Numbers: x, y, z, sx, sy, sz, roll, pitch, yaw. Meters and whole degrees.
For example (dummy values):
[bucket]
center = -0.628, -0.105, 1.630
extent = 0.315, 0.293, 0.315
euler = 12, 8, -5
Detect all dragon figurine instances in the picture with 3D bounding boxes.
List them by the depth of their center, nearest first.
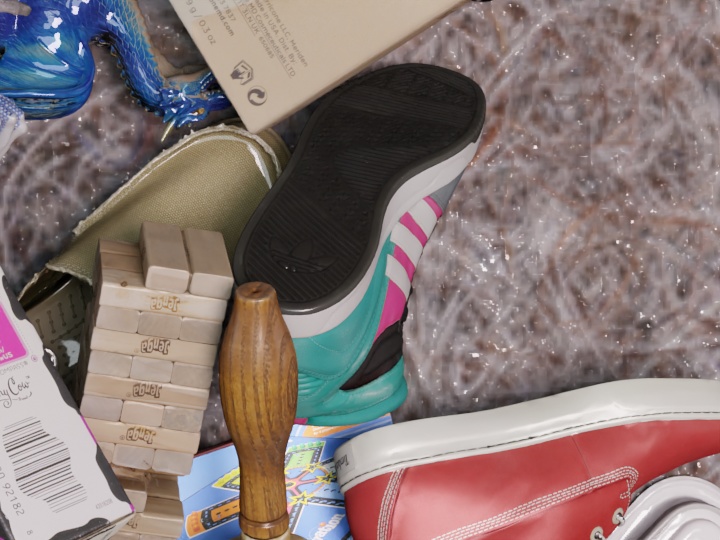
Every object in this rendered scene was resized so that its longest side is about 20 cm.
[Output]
[dragon figurine]
center = -0.151, -0.101, 0.854
extent = 0.198, 0.059, 0.101
euler = -7, 90, -10

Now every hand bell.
[hand bell]
center = -0.039, 0.097, 0.786
extent = 0.103, 0.104, 0.202
euler = -4, 119, -9

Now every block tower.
[block tower]
center = -0.101, 0.081, 0.810
extent = 0.053, 0.058, 0.202
euler = 9, 110, -12

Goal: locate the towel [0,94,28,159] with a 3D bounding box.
[towel]
center = -0.246, -0.091, 0.812
extent = 0.200, 0.147, 0.024
euler = 42, 45, -5

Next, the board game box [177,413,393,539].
[board game box]
center = -0.068, 0.136, 0.884
extent = 0.198, 0.019, 0.104
euler = -17, 94, -9

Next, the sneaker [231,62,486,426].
[sneaker]
center = 0.000, 0.000, 0.864
extent = 0.083, 0.122, 0.200
euler = 21, 43, 16

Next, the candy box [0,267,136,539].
[candy box]
center = -0.188, 0.051, 0.782
extent = 0.061, 0.136, 0.201
euler = -21, 75, -43

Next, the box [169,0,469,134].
[box]
center = 0.021, -0.148, 0.836
extent = 0.199, 0.095, 0.078
euler = -31, 94, 13

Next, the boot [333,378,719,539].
[boot]
center = 0.098, 0.131, 0.862
extent = 0.198, 0.072, 0.146
euler = -11, 73, -15

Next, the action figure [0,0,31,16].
[action figure]
center = -0.151, -0.155, 0.748
extent = 0.198, 0.102, 0.120
euler = 10, 86, 17

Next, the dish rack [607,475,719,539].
[dish rack]
center = 0.170, 0.220, 0.910
extent = 0.172, 0.044, 0.200
euler = -45, 97, -8

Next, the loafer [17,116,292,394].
[loafer]
center = -0.104, 0.009, 0.856
extent = 0.076, 0.067, 0.200
euler = 44, 83, -6

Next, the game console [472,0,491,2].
[game console]
center = 0.086, -0.253, 0.865
extent = 0.170, 0.118, 0.201
euler = -29, 93, -9
